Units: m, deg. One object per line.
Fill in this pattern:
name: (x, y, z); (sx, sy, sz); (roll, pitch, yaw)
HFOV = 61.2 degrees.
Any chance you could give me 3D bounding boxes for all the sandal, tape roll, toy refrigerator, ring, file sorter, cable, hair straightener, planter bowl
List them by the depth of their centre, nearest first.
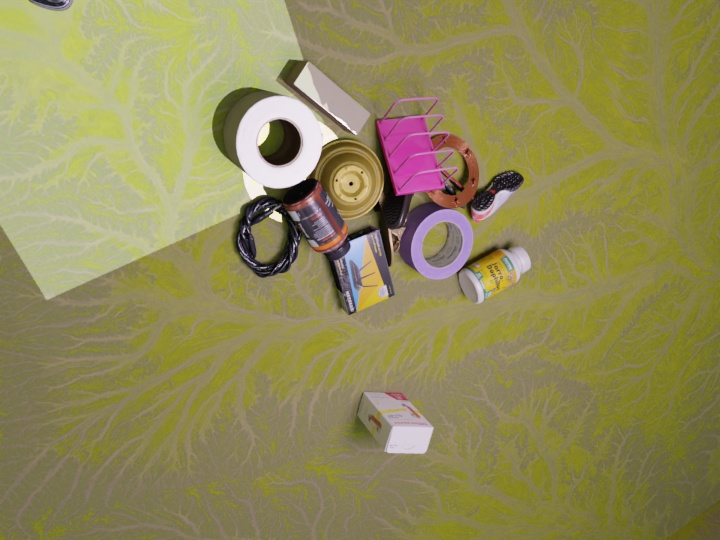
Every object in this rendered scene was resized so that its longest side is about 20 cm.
tape roll: (-0.203, -0.301, 1.393); (0.201, 0.139, 0.205); (-9, 112, -23)
toy refrigerator: (-0.075, -0.413, 1.449); (0.199, 0.076, 0.070); (33, 93, -30)
file sorter: (0.145, -0.311, 1.509); (0.138, 0.125, 0.202); (-10, 78, -22)
planter bowl: (-0.030, -0.219, 1.512); (0.198, 0.083, 0.203); (-3, 105, -10)
cable: (-0.228, -0.077, 1.515); (0.162, 0.051, 0.202); (16, 102, -29)
sandal: (0.088, -0.118, 1.635); (0.069, 0.078, 0.214); (-18, 109, -17)
ring: (0.245, -0.269, 1.646); (0.198, 0.019, 0.203); (1, 88, -27)
hair straightener: (0.228, -0.233, 1.677); (0.200, 0.041, 0.077); (39, 89, -31)
tape roll: (0.209, -0.083, 1.700); (0.198, 0.085, 0.202); (-9, 113, -23)

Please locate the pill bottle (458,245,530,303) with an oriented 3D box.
pill bottle: (0.401, 0.006, 1.806); (0.199, 0.113, 0.114); (-27, 118, -14)

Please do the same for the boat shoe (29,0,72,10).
boat shoe: (-0.638, -0.560, 1.133); (0.199, 0.068, 0.072); (33, 93, -31)

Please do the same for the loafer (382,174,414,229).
loafer: (0.112, -0.192, 1.582); (0.071, 0.072, 0.202); (32, 61, -44)

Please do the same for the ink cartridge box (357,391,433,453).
ink cartridge box: (0.100, 0.439, 1.772); (0.144, 0.200, 0.084); (9, 105, -28)

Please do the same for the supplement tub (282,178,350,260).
supplement tub: (-0.099, -0.118, 1.489); (0.107, 0.107, 0.201); (-38, 123, -8)

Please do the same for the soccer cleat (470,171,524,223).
soccer cleat: (0.392, -0.213, 1.758); (0.200, 0.068, 0.073); (-39, 153, -19)

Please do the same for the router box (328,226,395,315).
router box: (0.000, 0.000, 1.649); (0.148, 0.051, 0.202); (-23, 115, -16)
